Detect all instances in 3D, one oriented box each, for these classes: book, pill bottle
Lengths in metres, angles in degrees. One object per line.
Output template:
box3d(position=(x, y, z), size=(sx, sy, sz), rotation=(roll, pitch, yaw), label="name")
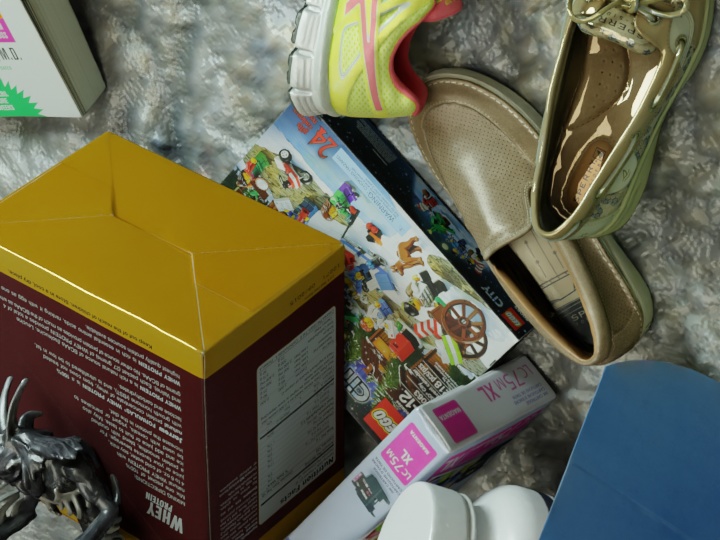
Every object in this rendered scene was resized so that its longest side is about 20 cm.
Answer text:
box3d(position=(-0.258, -0.187, 1.554), size=(0.133, 0.048, 0.200), rotation=(1, 132, 32), label="book")
box3d(position=(0.111, 0.189, 1.419), size=(0.199, 0.111, 0.111), rotation=(19, 127, -18), label="pill bottle")

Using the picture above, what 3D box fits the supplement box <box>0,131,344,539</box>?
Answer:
box3d(position=(-0.125, 0.057, 1.516), size=(0.197, 0.133, 0.201), rotation=(25, 134, 29), label="supplement box")

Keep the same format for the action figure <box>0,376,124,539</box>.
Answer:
box3d(position=(-0.183, 0.167, 1.471), size=(0.200, 0.102, 0.119), rotation=(60, 152, -11), label="action figure")

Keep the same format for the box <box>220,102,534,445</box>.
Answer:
box3d(position=(0.000, 0.000, 1.509), size=(0.200, 0.038, 0.137), rotation=(48, 127, 5), label="box")

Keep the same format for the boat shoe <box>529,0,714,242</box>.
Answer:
box3d(position=(0.142, -0.110, 1.343), size=(0.073, 0.063, 0.201), rotation=(18, 106, 24), label="boat shoe")

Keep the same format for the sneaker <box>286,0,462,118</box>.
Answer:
box3d(position=(0.019, -0.178, 1.399), size=(0.090, 0.078, 0.201), rotation=(15, 113, 14), label="sneaker")

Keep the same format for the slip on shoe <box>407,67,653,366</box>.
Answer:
box3d(position=(0.091, -0.029, 1.424), size=(0.076, 0.061, 0.200), rotation=(-34, 91, 37), label="slip on shoe")

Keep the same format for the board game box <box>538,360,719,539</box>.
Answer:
box3d(position=(0.171, 0.153, 1.380), size=(0.158, 0.200, 0.039), rotation=(33, 147, -13), label="board game box")

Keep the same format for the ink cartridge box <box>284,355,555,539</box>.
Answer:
box3d(position=(0.022, 0.135, 1.500), size=(0.042, 0.119, 0.200), rotation=(54, 128, 11), label="ink cartridge box")
